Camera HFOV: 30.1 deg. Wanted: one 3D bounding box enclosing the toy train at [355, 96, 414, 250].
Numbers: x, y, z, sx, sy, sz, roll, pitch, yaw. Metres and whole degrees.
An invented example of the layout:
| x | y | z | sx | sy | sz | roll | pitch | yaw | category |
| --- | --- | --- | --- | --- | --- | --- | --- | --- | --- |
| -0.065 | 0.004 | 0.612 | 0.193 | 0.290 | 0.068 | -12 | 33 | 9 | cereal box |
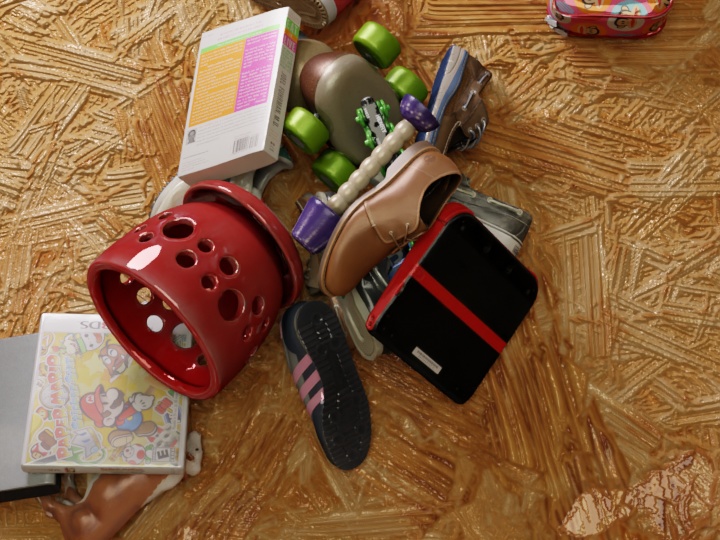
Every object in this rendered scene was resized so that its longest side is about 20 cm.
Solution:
| x | y | z | sx | sy | sz | roll | pitch | yaw | category |
| --- | --- | --- | --- | --- | --- | --- | --- | --- | --- |
| 0.044 | -0.101 | 1.515 | 0.042 | 0.056 | 0.201 | -22 | 83 | 0 | toy train |

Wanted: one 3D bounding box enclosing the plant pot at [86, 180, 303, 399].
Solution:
| x | y | z | sx | sy | sz | roll | pitch | yaw | category |
| --- | --- | --- | --- | --- | --- | --- | --- | --- | --- |
| -0.175 | 0.016 | 1.505 | 0.200 | 0.201 | 0.182 | 39 | 58 | 12 | plant pot |

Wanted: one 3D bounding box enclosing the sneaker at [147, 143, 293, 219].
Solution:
| x | y | z | sx | sy | sz | roll | pitch | yaw | category |
| --- | --- | --- | --- | --- | --- | --- | --- | --- | --- |
| -0.166 | -0.091 | 1.609 | 0.093 | 0.070 | 0.200 | 42 | 81 | 19 | sneaker |

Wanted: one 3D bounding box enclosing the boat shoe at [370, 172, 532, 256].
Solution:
| x | y | z | sx | sy | sz | roll | pitch | yaw | category |
| --- | --- | --- | --- | --- | --- | --- | --- | --- | --- |
| 0.106 | -0.083 | 1.587 | 0.199 | 0.071 | 0.064 | 27 | 81 | 3 | boat shoe |

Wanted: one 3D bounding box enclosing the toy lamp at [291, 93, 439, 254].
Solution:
| x | y | z | sx | sy | sz | roll | pitch | yaw | category |
| --- | --- | --- | --- | --- | --- | --- | --- | --- | --- |
| 0.003 | -0.101 | 1.461 | 0.058 | 0.058 | 0.200 | 42 | 88 | 13 | toy lamp |

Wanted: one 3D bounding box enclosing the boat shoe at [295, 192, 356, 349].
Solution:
| x | y | z | sx | sy | sz | roll | pitch | yaw | category |
| --- | --- | --- | --- | --- | --- | --- | --- | --- | --- |
| -0.035 | 0.002 | 1.576 | 0.071 | 0.076 | 0.201 | -27 | 74 | 1 | boat shoe |

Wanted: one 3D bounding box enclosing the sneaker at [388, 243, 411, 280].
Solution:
| x | y | z | sx | sy | sz | roll | pitch | yaw | category |
| --- | --- | --- | --- | --- | --- | --- | --- | --- | --- |
| 0.048 | 0.008 | 1.561 | 0.074 | 0.082 | 0.200 | -35 | 77 | -5 | sneaker |

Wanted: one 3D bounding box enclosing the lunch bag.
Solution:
| x | y | z | sx | sy | sz | roll | pitch | yaw | category |
| --- | --- | --- | --- | --- | --- | --- | --- | --- | --- |
| 0.292 | -0.385 | 1.628 | 0.175 | 0.082 | 0.201 | 3 | 78 | 7 | lunch bag |

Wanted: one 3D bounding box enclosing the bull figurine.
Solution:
| x | y | z | sx | sy | sz | roll | pitch | yaw | category |
| --- | --- | --- | --- | --- | --- | --- | --- | --- | --- |
| -0.278 | 0.238 | 1.550 | 0.200 | 0.065 | 0.121 | -43 | 73 | -7 | bull figurine |

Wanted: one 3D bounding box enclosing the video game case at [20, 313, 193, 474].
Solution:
| x | y | z | sx | sy | sz | roll | pitch | yaw | category |
| --- | --- | --- | --- | --- | --- | --- | --- | --- | --- |
| -0.287 | 0.139 | 1.543 | 0.181 | 0.023 | 0.201 | 1 | 56 | -4 | video game case |

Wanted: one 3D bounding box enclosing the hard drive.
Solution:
| x | y | z | sx | sy | sz | roll | pitch | yaw | category |
| --- | --- | --- | --- | --- | --- | --- | --- | --- | --- |
| -0.415 | 0.171 | 1.561 | 0.139 | 0.033 | 0.201 | -10 | 56 | 5 | hard drive |

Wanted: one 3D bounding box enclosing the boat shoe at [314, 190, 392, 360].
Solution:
| x | y | z | sx | sy | sz | roll | pitch | yaw | category |
| --- | --- | --- | --- | --- | --- | --- | --- | --- | --- |
| 0.000 | 0.000 | 1.514 | 0.067 | 0.072 | 0.201 | -19 | 78 | -21 | boat shoe |

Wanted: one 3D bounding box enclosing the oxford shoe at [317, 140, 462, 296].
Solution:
| x | y | z | sx | sy | sz | roll | pitch | yaw | category |
| --- | --- | --- | --- | --- | --- | --- | --- | --- | --- |
| 0.031 | -0.046 | 1.432 | 0.200 | 0.071 | 0.071 | -51 | 51 | 0 | oxford shoe |

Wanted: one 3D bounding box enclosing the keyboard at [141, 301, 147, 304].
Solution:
| x | y | z | sx | sy | sz | roll | pitch | yaw | category |
| --- | --- | --- | --- | --- | --- | --- | --- | --- | --- |
| -0.329 | 0.111 | 1.610 | 0.199 | 0.011 | 0.056 | -32 | 76 | -3 | keyboard |

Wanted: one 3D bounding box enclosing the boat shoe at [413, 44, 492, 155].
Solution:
| x | y | z | sx | sy | sz | roll | pitch | yaw | category |
| --- | --- | --- | --- | --- | --- | --- | --- | --- | --- |
| 0.114 | -0.181 | 1.581 | 0.072 | 0.072 | 0.201 | 22 | 59 | -6 | boat shoe |

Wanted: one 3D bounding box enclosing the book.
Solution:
| x | y | z | sx | sy | sz | roll | pitch | yaw | category |
| --- | --- | --- | --- | --- | --- | --- | --- | --- | --- |
| -0.140 | -0.203 | 1.563 | 0.133 | 0.048 | 0.201 | -14 | 56 | 36 | book |

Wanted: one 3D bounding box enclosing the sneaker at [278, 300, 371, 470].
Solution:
| x | y | z | sx | sy | sz | roll | pitch | yaw | category |
| --- | --- | --- | --- | --- | --- | --- | --- | --- | --- |
| -0.043 | 0.132 | 1.558 | 0.070 | 0.082 | 0.201 | -15 | 94 | -29 | sneaker |

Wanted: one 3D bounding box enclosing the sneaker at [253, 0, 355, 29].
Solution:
| x | y | z | sx | sy | sz | roll | pitch | yaw | category |
| --- | --- | --- | --- | --- | --- | --- | --- | --- | --- |
| -0.074 | -0.376 | 1.668 | 0.200 | 0.071 | 0.112 | 35 | 60 | 30 | sneaker |

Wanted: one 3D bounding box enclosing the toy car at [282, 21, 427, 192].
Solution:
| x | y | z | sx | sy | sz | roll | pitch | yaw | category |
| --- | --- | --- | --- | --- | --- | --- | --- | --- | --- |
| -0.053 | -0.218 | 1.619 | 0.200 | 0.158 | 0.164 | 31 | 77 | 40 | toy car |

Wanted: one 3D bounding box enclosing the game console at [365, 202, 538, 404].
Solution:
| x | y | z | sx | sy | sz | roll | pitch | yaw | category |
| --- | --- | --- | --- | --- | --- | --- | --- | --- | --- |
| 0.108 | 0.037 | 1.505 | 0.177 | 0.200 | 0.031 | -54 | 41 | -5 | game console |
